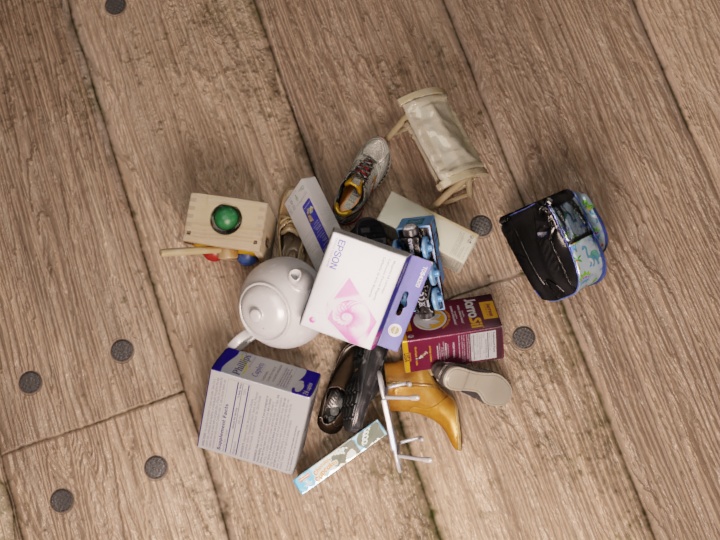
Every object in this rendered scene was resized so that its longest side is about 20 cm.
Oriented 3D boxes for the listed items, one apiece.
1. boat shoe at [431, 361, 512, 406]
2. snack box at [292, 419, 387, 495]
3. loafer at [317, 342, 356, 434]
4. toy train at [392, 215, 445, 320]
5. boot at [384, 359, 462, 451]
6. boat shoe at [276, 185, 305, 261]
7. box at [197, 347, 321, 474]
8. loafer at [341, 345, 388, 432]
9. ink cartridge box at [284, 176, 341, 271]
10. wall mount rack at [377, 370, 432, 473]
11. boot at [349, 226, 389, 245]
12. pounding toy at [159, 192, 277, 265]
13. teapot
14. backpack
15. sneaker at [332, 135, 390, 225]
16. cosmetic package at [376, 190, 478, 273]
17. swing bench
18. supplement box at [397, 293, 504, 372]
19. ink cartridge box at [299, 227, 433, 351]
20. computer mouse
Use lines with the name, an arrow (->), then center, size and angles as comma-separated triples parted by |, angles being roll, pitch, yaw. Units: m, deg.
boat shoe -> 0.222, 0.217, 1.668 | 0.200, 0.057, 0.067 | 22, 94, -37
snack box -> -0.038, 0.362, 1.650 | 0.200, 0.116, 0.037 | -35, 82, -5
loafer -> -0.030, 0.233, 1.696 | 0.073, 0.071, 0.201 | 18, 81, 4
toy train -> 0.119, -0.006, 1.638 | 0.086, 0.114, 0.201 | -5, 113, 20
boot -> 0.122, 0.273, 1.694 | 0.143, 0.071, 0.202 | -12, 76, 5
boat shoe -> -0.139, -0.085, 1.761 | 0.071, 0.065, 0.201 | -2, 79, 1
box -> -0.197, 0.270, 1.637 | 0.199, 0.105, 0.185 | 16, 113, 3
loafer -> 0.014, 0.222, 1.653 | 0.070, 0.068, 0.201 | 23, 66, -23
ink cartridge box -> -0.083, -0.078, 1.686 | 0.039, 0.099, 0.201 | -13, 71, -34
wall mount rack -> 0.084, 0.284, 1.583 | 0.074, 0.174, 0.201 | -13, 93, 2
boot -> 0.012, 0.010, 1.736 | 0.150, 0.073, 0.200 | -37, 82, -4
pounding toy -> -0.279, -0.067, 1.693 | 0.183, 0.200, 0.143 | 8, 80, 3
teapot -> -0.170, 0.074, 1.661 | 0.197, 0.146, 0.201 | 6, 107, 28
backpack -> 0.403, -0.052, 1.686 | 0.147, 0.183, 0.201 | -23, 89, -24
sneaker -> 0.005, -0.188, 1.759 | 0.078, 0.082, 0.201 | 25, 88, 5
cosmetic package -> 0.135, -0.076, 1.735 | 0.200, 0.104, 0.073 | 28, 79, 5
swing bench -> 0.157, -0.244, 1.707 | 0.129, 0.200, 0.199 | -23, 80, -13
supplement box -> 0.176, 0.124, 1.680 | 0.199, 0.086, 0.111 | -9, 35, 0
ink cartridge box -> 0.010, 0.043, 1.566 | 0.199, 0.043, 0.197 | 19, 107, -4
computer mouse -> 0.000, 0.000, 1.663 | 0.140, 0.046, 0.201 | -13, 84, -32
